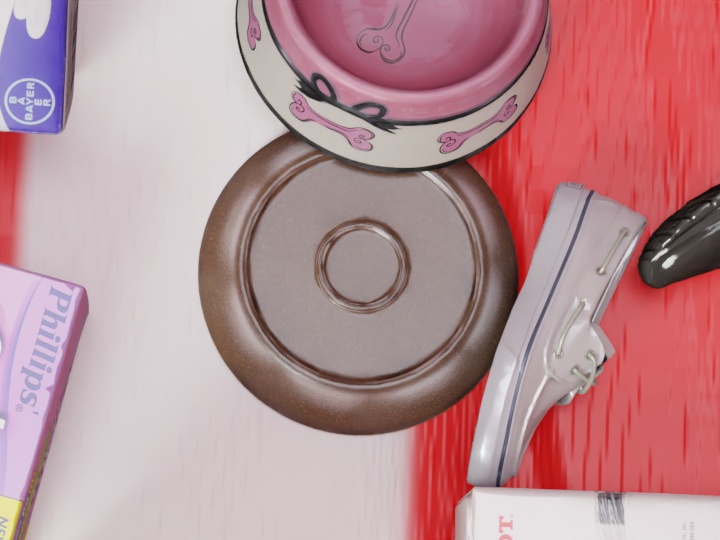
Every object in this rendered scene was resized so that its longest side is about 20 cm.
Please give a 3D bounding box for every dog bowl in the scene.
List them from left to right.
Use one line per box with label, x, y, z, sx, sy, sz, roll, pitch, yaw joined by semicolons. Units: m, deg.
dog bowl;0.025;-0.166;1.677;0.199;0.074;0.201;2;71;-6

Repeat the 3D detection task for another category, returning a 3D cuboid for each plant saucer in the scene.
plant saucer;0.000;0.000;1.684;0.199;0.032;0.201;1;79;-4

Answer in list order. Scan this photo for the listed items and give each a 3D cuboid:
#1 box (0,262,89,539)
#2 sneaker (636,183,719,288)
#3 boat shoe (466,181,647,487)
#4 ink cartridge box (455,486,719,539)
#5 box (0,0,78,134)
box;-0.279;0.074;1.615;0.199;0.097;0.176;16;79;-2
sneaker;0.268;-0.027;1.690;0.200;0.076;0.091;-24;91;-5
boat shoe;0.122;0.043;1.660;0.067;0.074;0.201;17;78;8
ink cartridge box;0.155;0.207;1.630;0.199;0.084;0.145;2;80;-5
box;-0.266;-0.187;1.615;0.199;0.105;0.184;4;115;-3
